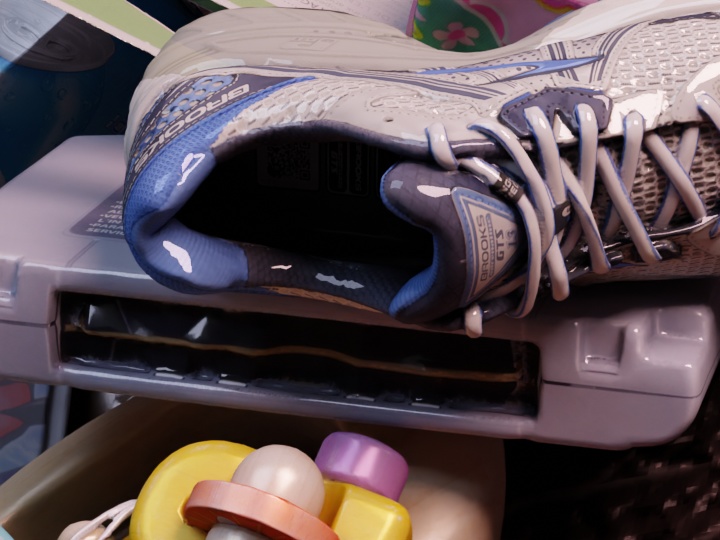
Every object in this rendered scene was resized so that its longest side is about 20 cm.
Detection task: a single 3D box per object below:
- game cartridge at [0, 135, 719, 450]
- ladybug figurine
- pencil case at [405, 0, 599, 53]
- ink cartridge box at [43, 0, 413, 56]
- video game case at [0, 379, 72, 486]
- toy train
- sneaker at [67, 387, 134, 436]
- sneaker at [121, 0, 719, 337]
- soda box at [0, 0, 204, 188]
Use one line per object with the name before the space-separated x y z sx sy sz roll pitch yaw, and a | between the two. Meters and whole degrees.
game cartridge | 0.000 0.000 0.755 0.200 0.041 0.133 6 23 14
ladybug figurine | -0.046 0.096 0.745 0.200 0.072 0.136 -32 40 -8
pencil case | 0.106 -0.062 0.722 0.200 0.087 0.087 21 54 12
ink cartridge box | -0.025 -0.085 0.814 0.048 0.145 0.200 -66 -4 36
video game case | -0.169 0.073 0.775 0.023 0.182 0.200 -42 37 47
toy train | -0.041 0.106 0.650 0.200 0.056 0.150 -5 65 0
sneaker | -0.069 0.013 0.914 0.073 0.085 0.200 -24 55 18
sneaker | 0.038 -0.017 0.665 0.200 0.077 0.085 -4 25 12
soda box | -0.142 -0.033 0.888 0.200 0.064 0.068 -43 52 7
